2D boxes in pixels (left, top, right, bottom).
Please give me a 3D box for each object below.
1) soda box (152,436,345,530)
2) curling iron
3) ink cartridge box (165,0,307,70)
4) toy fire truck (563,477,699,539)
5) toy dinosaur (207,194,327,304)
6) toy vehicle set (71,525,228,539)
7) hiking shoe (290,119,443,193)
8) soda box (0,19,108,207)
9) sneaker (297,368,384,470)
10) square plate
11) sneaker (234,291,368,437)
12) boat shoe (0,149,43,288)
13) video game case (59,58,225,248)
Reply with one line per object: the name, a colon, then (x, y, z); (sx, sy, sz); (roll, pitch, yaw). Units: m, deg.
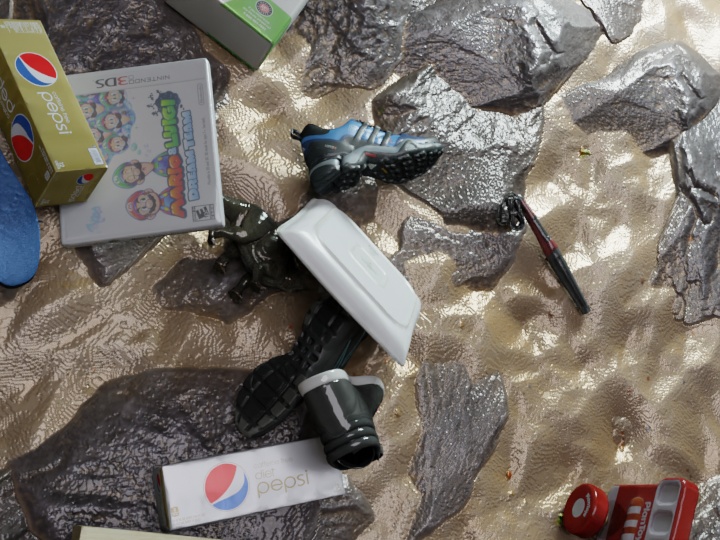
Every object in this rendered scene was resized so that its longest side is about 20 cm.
soda box: (-0.122, 0.231, 0.984); (0.198, 0.064, 0.069); (-6, 78, -23)
curling iron: (0.252, -0.022, 1.230); (0.049, 0.026, 0.201); (-39, 98, -5)
ink cartridge box: (-0.128, -0.381, 1.135); (0.145, 0.084, 0.201); (36, 66, -10)
toy fire truck: (0.321, 0.347, 1.076); (0.111, 0.168, 0.201); (29, 67, -12)
toy dinosaur: (-0.123, -0.028, 1.059); (0.200, 0.077, 0.102); (48, 51, 1)
toy vehicle set: (-0.188, 0.281, 0.908); (0.198, 0.124, 0.027); (12, 72, -19)
hiking shoe: (0.017, -0.159, 1.133); (0.198, 0.074, 0.087); (-10, 67, -33)
soda box: (-0.349, -0.172, 0.970); (0.064, 0.068, 0.201); (-12, 68, -45)
sneaker: (-0.008, 0.169, 0.988); (0.070, 0.200, 0.100); (-23, 74, 11)
square plate: (0.000, 0.000, 1.042); (0.028, 0.198, 0.200); (-41, 95, 17)
sneaker: (-0.060, 0.118, 1.032); (0.200, 0.079, 0.075); (-48, 53, -7)
boat shoe: (-0.391, -0.075, 0.956); (0.084, 0.069, 0.202); (-13, 82, -33)
video game case: (-0.252, -0.134, 1.015); (0.180, 0.024, 0.202); (-7, 78, -1)
